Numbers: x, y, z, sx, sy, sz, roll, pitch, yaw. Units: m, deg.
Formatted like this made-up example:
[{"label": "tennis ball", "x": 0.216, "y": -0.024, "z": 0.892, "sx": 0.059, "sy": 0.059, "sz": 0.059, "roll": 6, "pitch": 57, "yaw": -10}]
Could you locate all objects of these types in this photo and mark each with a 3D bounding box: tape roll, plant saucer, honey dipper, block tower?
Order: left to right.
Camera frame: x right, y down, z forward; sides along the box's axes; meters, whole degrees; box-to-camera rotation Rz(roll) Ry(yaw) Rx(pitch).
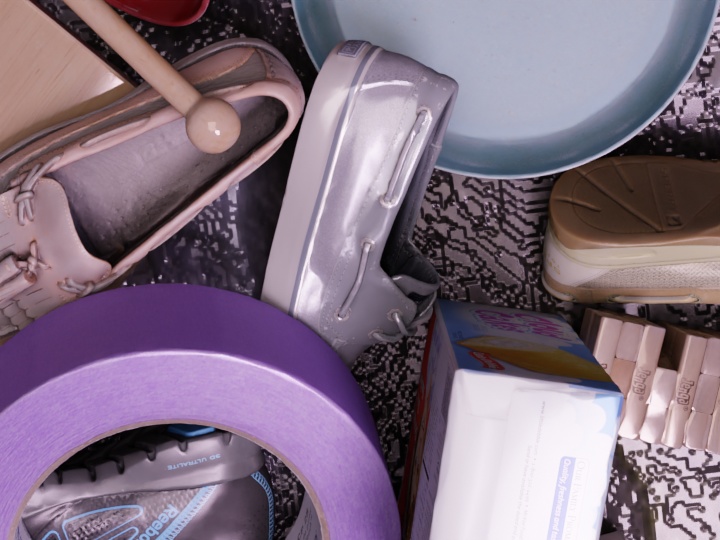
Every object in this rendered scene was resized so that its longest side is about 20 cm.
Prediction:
[{"label": "honey dipper", "x": -0.124, "y": -0.118, "z": 0.709, "sx": 0.038, "sy": 0.038, "sz": 0.200, "roll": -46, "pitch": 78, "yaw": 6}, {"label": "tape roll", "x": -0.085, "y": 0.109, "z": 0.743, "sx": 0.199, "sy": 0.066, "sz": 0.201, "roll": -4, "pitch": 116, "yaw": -8}, {"label": "plant saucer", "x": 0.067, "y": -0.143, "z": 0.789, "sx": 0.199, "sy": 0.027, "sz": 0.201, "roll": 0, "pitch": 93, "yaw": 5}, {"label": "block tower", "x": 0.196, "y": 0.062, "z": 0.792, "sx": 0.199, "sy": 0.054, "sz": 0.058, "roll": 13, "pitch": 94, "yaw": -6}]

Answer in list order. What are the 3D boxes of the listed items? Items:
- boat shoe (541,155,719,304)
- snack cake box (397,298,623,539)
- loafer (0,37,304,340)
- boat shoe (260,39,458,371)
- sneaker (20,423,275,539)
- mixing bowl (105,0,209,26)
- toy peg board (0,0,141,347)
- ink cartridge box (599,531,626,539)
[{"label": "boat shoe", "x": 0.185, "y": -0.012, "z": 0.793, "sx": 0.200, "sy": 0.073, "sz": 0.063, "roll": -2, "pitch": 140, "yaw": -2}, {"label": "snack cake box", "x": 0.057, "y": 0.084, "z": 0.733, "sx": 0.067, "sy": 0.200, "sz": 0.115, "roll": 8, "pitch": 97, "yaw": -1}, {"label": "loafer", "x": -0.111, "y": -0.031, "z": 0.730, "sx": 0.200, "sy": 0.063, "sz": 0.072, "roll": -35, "pitch": 110, "yaw": 0}, {"label": "boat shoe", "x": 0.000, "y": -0.001, "z": 0.771, "sx": 0.071, "sy": 0.070, "sz": 0.201, "roll": 17, "pitch": 112, "yaw": 13}, {"label": "sneaker", "x": -0.138, "y": 0.125, "z": 0.808, "sx": 0.199, "sy": 0.073, "sz": 0.082, "roll": -12, "pitch": 101, "yaw": 5}, {"label": "mixing bowl", "x": -0.106, "y": -0.214, "z": 0.724, "sx": 0.200, "sy": 0.200, "sz": 0.108, "roll": 41, "pitch": 73, "yaw": -3}, {"label": "toy peg board", "x": -0.206, "y": -0.047, "z": 0.792, "sx": 0.199, "sy": 0.098, "sz": 0.200, "roll": 39, "pitch": 96, "yaw": -19}, {"label": "ink cartridge box", "x": 0.088, "y": 0.248, "z": 0.779, "sx": 0.146, "sy": 0.147, "sz": 0.201, "roll": -18, "pitch": 96, "yaw": 4}]
